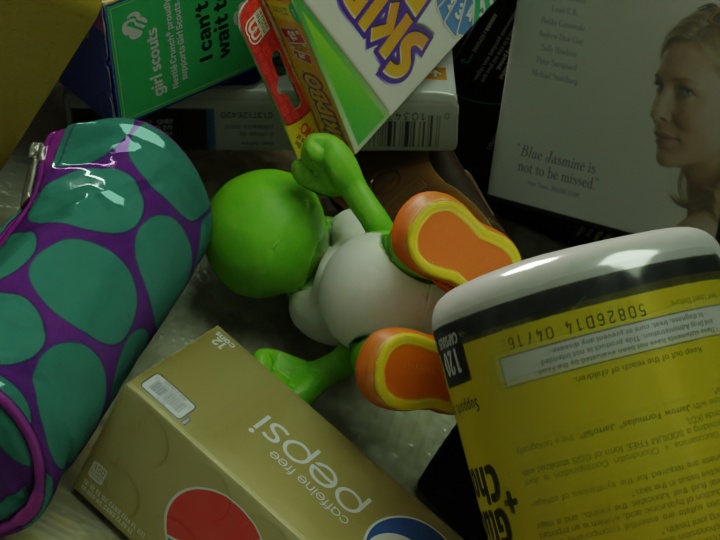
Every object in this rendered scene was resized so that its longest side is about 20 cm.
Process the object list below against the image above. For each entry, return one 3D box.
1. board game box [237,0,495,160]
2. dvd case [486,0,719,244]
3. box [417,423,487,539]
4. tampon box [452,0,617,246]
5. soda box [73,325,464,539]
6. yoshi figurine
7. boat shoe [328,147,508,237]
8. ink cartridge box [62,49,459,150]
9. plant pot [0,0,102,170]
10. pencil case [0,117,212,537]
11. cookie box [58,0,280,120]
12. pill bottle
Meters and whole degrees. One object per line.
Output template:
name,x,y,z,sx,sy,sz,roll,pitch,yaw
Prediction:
board game box,0.022,-0.145,0.830,0.030,0.096,0.200,20,56,40
dvd case,0.136,-0.116,0.843,0.143,0.200,0.018,18,15,38
box,0.172,0.107,0.795,0.197,0.117,0.200,-17,56,-46
tampon box,0.143,-0.107,0.998,0.200,0.150,0.126,23,38,-10
soda box,-0.015,0.118,0.690,0.200,0.068,0.064,41,36,13
yoshi figurine,-0.015,0.000,0.765,0.112,0.112,0.200,-28,16,-15
boat shoe,0.028,-0.032,0.907,0.070,0.070,0.200,49,10,-45
ink cartridge box,-0.051,-0.138,0.933,0.198,0.047,0.200,-1,39,0
plant pot,-0.230,-0.130,0.742,0.176,0.200,0.200,11,39,-40
pencil case,-0.132,0.017,0.714,0.092,0.085,0.200,40,34,-12
cookie box,-0.087,-0.171,0.880,0.200,0.075,0.171,-28,45,-27
pill bottle,0.102,0.092,0.627,0.112,0.112,0.200,-8,80,-41
